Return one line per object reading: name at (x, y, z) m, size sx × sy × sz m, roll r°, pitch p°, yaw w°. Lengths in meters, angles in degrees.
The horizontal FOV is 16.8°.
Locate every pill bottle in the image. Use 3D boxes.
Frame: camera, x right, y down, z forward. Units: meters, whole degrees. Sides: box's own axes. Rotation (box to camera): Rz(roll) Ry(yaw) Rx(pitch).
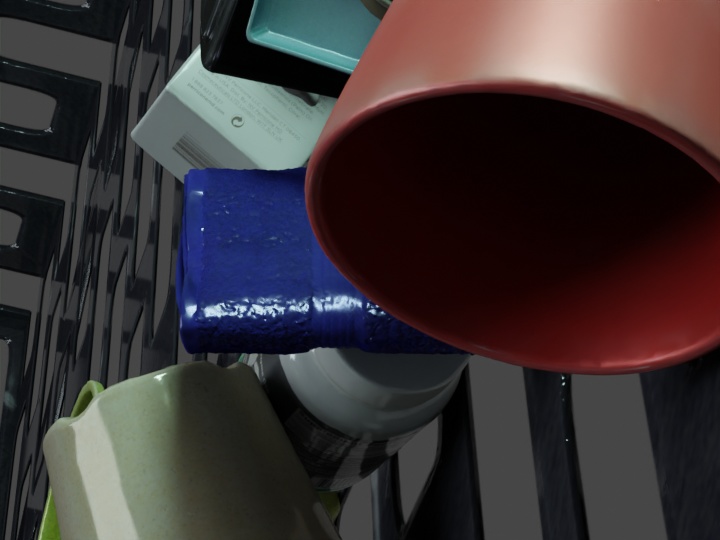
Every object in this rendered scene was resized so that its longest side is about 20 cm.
pill bottle at (-0.004, 0.056, 1.455) m, size 0.200 × 0.112 × 0.114 m, roll 131°, pitch 150°, yaw -64°

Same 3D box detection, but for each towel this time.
towel at (0.000, 0.000, 1.316) m, size 0.148 × 0.198 × 0.050 m, roll -92°, pitch 3°, yaw -52°

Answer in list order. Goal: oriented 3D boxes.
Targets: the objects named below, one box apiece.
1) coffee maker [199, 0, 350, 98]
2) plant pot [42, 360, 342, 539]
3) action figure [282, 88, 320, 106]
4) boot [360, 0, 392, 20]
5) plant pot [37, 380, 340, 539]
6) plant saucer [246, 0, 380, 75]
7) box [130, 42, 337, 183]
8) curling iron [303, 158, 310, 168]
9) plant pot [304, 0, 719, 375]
coffee maker at (0.010, -0.139, 1.389) m, size 0.135 × 0.199 × 0.193 m, roll -118°, pitch 43°, yaw -73°
plant pot at (-0.092, 0.159, 1.397) m, size 0.185 × 0.199 × 0.201 m, roll 69°, pitch 155°, yaw 18°
action figure at (-0.002, -0.169, 1.576) m, size 0.199 × 0.105 × 0.194 m, roll -20°, pitch 34°, yaw 24°
boot at (0.102, -0.194, 1.122) m, size 0.200 × 0.180 × 0.073 m, roll 113°, pitch 147°, yaw -51°
plant pot at (-0.116, 0.192, 1.651) m, size 0.200 × 0.183 × 0.202 m, roll -167°, pitch 90°, yaw -77°
plant saucer at (0.041, -0.125, 1.286) m, size 0.019 × 0.199 × 0.070 m, roll -36°, pitch -36°, yaw -73°
box at (-0.050, -0.149, 1.708) m, size 0.200 × 0.106 × 0.152 m, roll -51°, pitch 5°, yaw -16°
curling iron at (0.001, -0.084, 1.549) m, size 0.200 × 0.049 × 0.026 m, roll -40°, pitch -33°, yaw -56°
plant pot at (0.090, -0.082, 1.039) m, size 0.201 × 0.199 × 0.178 m, roll 122°, pitch 166°, yaw -56°
